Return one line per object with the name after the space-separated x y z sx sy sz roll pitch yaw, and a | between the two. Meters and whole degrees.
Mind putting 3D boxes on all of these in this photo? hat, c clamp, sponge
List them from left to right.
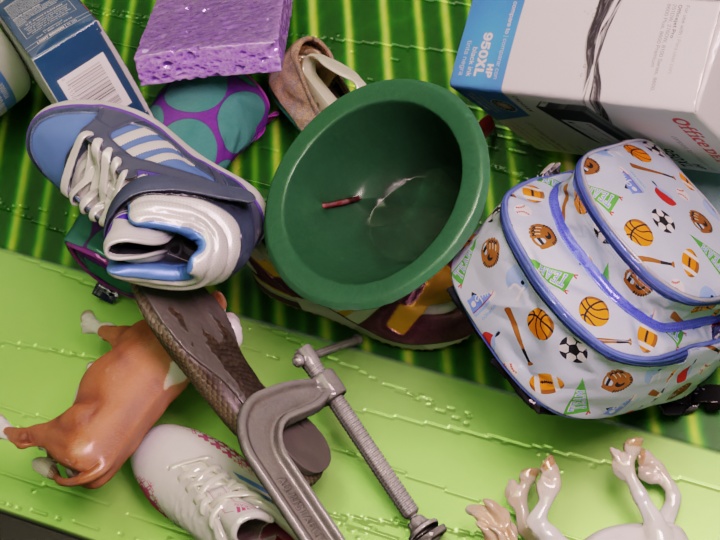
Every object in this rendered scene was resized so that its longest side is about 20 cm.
-0.112 -0.202 1.405 0.111 0.030 0.200 -7 29 6 | sponge
-0.004 0.136 1.226 0.027 0.170 0.201 -44 69 35 | c clamp
0.049 -0.034 1.283 0.200 0.176 0.166 -47 58 1 | hat

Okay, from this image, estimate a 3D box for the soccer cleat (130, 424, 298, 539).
-0.091 0.165 1.232 0.200 0.086 0.070 39 75 26 | soccer cleat

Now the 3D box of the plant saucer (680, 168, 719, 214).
0.266 -0.084 1.299 0.199 0.036 0.201 -12 67 30 | plant saucer

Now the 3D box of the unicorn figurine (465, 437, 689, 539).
0.181 0.186 1.189 0.199 0.074 0.138 -18 69 17 | unicorn figurine

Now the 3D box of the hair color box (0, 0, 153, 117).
-0.237 -0.177 1.390 0.060 0.100 0.200 -33 36 -8 | hair color box

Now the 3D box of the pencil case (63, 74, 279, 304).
-0.147 -0.070 1.369 0.092 0.085 0.201 35 68 -15 | pencil case

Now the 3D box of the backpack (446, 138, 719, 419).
0.163 0.010 1.195 0.190 0.154 0.200 -20 60 -42 | backpack

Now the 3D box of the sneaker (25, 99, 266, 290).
-0.167 -0.053 1.230 0.199 0.146 0.081 26 110 7 | sneaker

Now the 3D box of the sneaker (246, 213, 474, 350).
0.000 0.000 1.300 0.199 0.090 0.075 12 66 18 | sneaker

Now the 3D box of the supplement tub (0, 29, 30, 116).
-0.379 -0.136 1.420 0.200 0.132 0.132 -43 63 -12 | supplement tub

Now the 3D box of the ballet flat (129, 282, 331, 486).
-0.099 0.076 1.247 0.200 0.046 0.067 49 36 1 | ballet flat

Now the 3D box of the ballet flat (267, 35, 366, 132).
-0.008 -0.108 1.365 0.200 0.068 0.067 53 123 27 | ballet flat

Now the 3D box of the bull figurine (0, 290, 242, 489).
-0.173 0.082 1.285 0.121 0.065 0.200 2 36 36 | bull figurine

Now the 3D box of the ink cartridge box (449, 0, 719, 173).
0.188 -0.135 1.257 0.199 0.144 0.085 11 80 36 | ink cartridge box
